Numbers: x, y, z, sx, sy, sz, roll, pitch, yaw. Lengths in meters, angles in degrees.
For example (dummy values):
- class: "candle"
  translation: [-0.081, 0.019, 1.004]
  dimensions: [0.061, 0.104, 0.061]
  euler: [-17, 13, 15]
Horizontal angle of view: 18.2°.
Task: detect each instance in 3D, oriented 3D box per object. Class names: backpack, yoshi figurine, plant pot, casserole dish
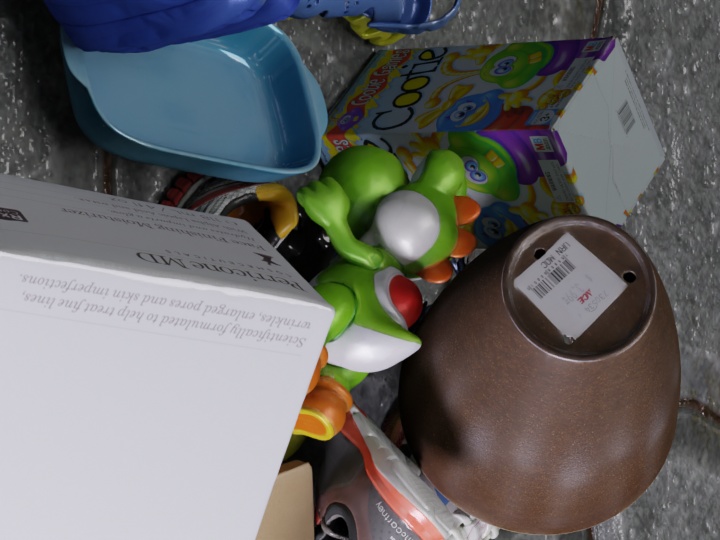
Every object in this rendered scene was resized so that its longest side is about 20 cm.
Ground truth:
- class: "backpack"
  translation: [-0.100, -0.211, 1.294]
  dimensions: [0.168, 0.162, 0.200]
  euler: [56, 36, -31]
- class: "yoshi figurine"
  translation: [-0.011, -0.002, 1.402]
  dimensions: [0.112, 0.112, 0.200]
  euler: [41, 64, -12]
- class: "plant pot"
  translation: [0.121, 0.047, 1.393]
  dimensions: [0.200, 0.186, 0.188]
  euler: [96, 12, -68]
- class: "casserole dish"
  translation: [-0.107, -0.111, 1.372]
  dimensions: [0.199, 0.039, 0.122]
  euler: [10, 56, -41]

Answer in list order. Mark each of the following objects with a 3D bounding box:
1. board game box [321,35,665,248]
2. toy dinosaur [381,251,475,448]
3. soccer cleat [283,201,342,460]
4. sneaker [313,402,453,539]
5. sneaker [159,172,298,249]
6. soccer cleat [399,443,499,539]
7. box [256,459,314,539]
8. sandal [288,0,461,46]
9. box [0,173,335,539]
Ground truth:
- class: "board game box"
  translation: [0.086, -0.084, 1.522]
  dimensions: [0.103, 0.199, 0.105]
  euler: [-53, 129, -36]
- class: "toy dinosaur"
  translation: [0.079, 0.036, 1.644]
  dimensions: [0.200, 0.105, 0.181]
  euler: [-57, 162, 20]
- class: "soccer cleat"
  translation: [-0.021, 0.039, 1.494]
  dimensions: [0.084, 0.065, 0.201]
  euler: [30, 65, -35]
- class: "sneaker"
  translation: [-0.007, 0.140, 1.424]
  dimensions: [0.082, 0.200, 0.077]
  euler: [-44, 106, 0]
- class: "sneaker"
  translation: [-0.108, 0.009, 1.378]
  dimensions: [0.078, 0.082, 0.200]
  euler: [56, 51, -35]
- class: "soccer cleat"
  translation: [0.054, 0.168, 1.483]
  dimensions: [0.200, 0.086, 0.070]
  euler: [-66, 150, -45]
- class: "box"
  translation: [-0.107, 0.215, 1.347]
  dimensions: [0.199, 0.021, 0.164]
  euler: [-15, 113, -40]
- class: "sandal"
  translation: [-0.003, -0.200, 1.505]
  dimensions: [0.200, 0.087, 0.080]
  euler: [3, 89, -49]
- class: "box"
  translation: [-0.149, 0.068, 1.173]
  dimensions: [0.198, 0.131, 0.201]
  euler: [11, 108, -31]
